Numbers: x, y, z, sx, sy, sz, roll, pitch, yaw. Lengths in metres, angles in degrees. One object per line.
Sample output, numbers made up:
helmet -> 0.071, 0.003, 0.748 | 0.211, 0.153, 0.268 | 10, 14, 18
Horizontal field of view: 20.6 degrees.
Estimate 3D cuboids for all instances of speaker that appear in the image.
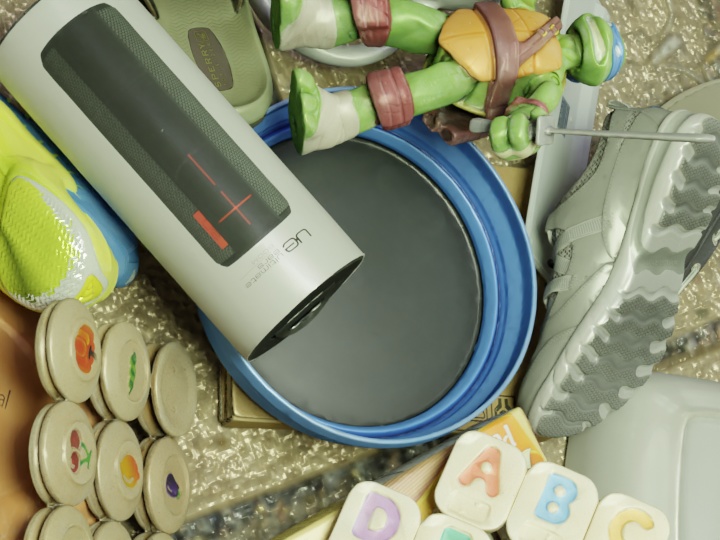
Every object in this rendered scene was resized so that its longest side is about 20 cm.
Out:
speaker -> -0.090, -0.052, 0.988 | 0.081, 0.081, 0.200 | -38, 83, -30

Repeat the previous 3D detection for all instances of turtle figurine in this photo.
turtle figurine -> 0.057, -0.130, 1.029 | 0.193, 0.200, 0.144 | -8, 99, -10

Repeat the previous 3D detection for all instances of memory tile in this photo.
memory tile -> -0.120, 0.122, 0.967 | 0.153, 0.017, 0.201 | 37, 51, -64

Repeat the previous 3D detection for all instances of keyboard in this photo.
keyboard -> 0.122, -0.088, 1.184 | 0.056, 0.011, 0.201 | 42, 51, -47

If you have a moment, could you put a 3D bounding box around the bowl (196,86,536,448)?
bowl -> 0.000, 0.000, 1.079 | 0.200, 0.039, 0.201 | 9, 70, -25

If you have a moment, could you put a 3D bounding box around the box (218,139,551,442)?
box -> 0.015, 0.011, 1.119 | 0.199, 0.021, 0.164 | 5, 72, -24

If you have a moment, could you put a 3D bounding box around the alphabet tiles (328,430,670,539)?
alphabet tiles -> 0.069, 0.185, 0.986 | 0.200, 0.015, 0.196 | 23, 69, 8

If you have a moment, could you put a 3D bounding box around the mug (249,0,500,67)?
mug -> 0.011, -0.211, 1.123 | 0.175, 0.148, 0.200 | 34, 84, -21

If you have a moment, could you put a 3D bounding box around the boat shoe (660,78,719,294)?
boat shoe -> 0.197, -0.044, 1.217 | 0.200, 0.072, 0.063 | -51, 143, -34

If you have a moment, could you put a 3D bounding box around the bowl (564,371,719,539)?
bowl -> 0.217, 0.158, 1.147 | 0.199, 0.075, 0.201 | 13, 71, -22

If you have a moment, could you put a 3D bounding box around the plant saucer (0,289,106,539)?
plant saucer -> -0.202, 0.065, 0.950 | 0.200, 0.032, 0.201 | 25, 45, -29

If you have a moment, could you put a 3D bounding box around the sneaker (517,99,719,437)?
sneaker -> 0.136, -0.001, 1.118 | 0.075, 0.082, 0.200 | 24, 92, -48

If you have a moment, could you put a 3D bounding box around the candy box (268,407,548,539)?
candy box -> 0.023, 0.169, 1.046 | 0.200, 0.055, 0.116 | -27, 89, -24

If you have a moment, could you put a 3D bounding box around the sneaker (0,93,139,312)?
sneaker -> -0.188, -0.053, 1.021 | 0.200, 0.076, 0.105 | 50, 16, 16

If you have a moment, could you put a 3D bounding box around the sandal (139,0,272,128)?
sandal -> -0.097, -0.163, 1.069 | 0.080, 0.057, 0.201 | -19, 61, -20
